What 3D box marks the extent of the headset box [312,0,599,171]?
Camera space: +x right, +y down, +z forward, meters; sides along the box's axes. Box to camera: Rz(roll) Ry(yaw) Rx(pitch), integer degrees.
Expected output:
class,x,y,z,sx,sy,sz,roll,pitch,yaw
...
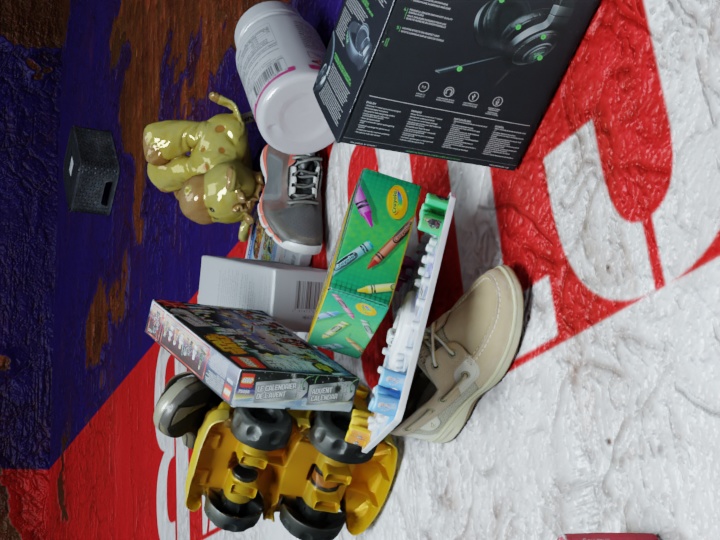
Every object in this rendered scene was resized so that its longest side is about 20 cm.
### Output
class,x,y,z,sx,sy,sz,roll,pitch,yaw
headset box,0.078,-0.197,0.862,0.093,0.173,0.201,-114,38,-46

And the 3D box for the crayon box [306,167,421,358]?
class,x,y,z,sx,sy,sz,roll,pitch,yaw
crayon box,0.000,0.000,1.010,0.200,0.058,0.119,115,171,-70

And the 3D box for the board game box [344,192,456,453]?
class,x,y,z,sx,sy,sz,roll,pitch,yaw
board game box,0.032,0.051,0.954,0.200,0.026,0.201,114,172,-71

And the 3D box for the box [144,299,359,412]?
class,x,y,z,sx,sy,sz,roll,pitch,yaw
box,-0.112,0.083,1.063,0.200,0.136,0.040,28,106,51

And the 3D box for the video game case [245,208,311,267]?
class,x,y,z,sx,sy,sz,roll,pitch,yaw
video game case,-0.118,0.013,1.422,0.200,0.018,0.144,-140,59,-60

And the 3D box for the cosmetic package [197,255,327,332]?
class,x,y,z,sx,sy,sz,roll,pitch,yaw
cosmetic package,-0.109,0.026,1.272,0.200,0.101,0.074,7,91,58

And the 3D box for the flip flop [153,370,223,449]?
class,x,y,z,sx,sy,sz,roll,pitch,yaw
flip flop,-0.179,0.133,1.075,0.081,0.057,0.200,-59,-9,-7

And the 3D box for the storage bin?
class,x,y,z,sx,sy,sz,roll,pitch,yaw
storage bin,-0.630,-0.233,2.485,0.136,0.093,0.200,-69,30,30

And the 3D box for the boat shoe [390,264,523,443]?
class,x,y,z,sx,sy,sz,roll,pitch,yaw
boat shoe,0.078,0.077,0.930,0.072,0.065,0.200,-110,35,-43

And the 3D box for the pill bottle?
class,x,y,z,sx,sy,sz,roll,pitch,yaw
pill bottle,-0.090,-0.241,1.305,0.200,0.113,0.114,-112,37,-46

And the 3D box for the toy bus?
class,x,y,z,sx,sy,sz,roll,pitch,yaw
toy bus,-0.081,0.165,1.109,0.192,0.199,0.136,-109,35,-56

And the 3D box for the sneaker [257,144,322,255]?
class,x,y,z,sx,sy,sz,roll,pitch,yaw
sneaker,-0.080,-0.108,1.298,0.082,0.077,0.201,-58,36,41

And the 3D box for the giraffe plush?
class,x,y,z,sx,sy,sz,roll,pitch,yaw
giraffe plush,-0.197,-0.125,1.472,0.199,0.172,0.163,-30,51,20

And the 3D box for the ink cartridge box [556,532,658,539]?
class,x,y,z,sx,sy,sz,roll,pitch,yaw
ink cartridge box,0.167,0.290,0.671,0.147,0.083,0.200,-66,30,31
